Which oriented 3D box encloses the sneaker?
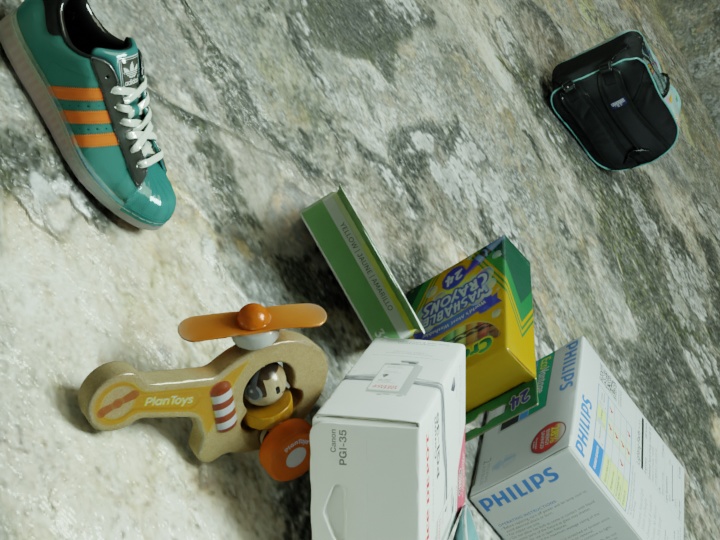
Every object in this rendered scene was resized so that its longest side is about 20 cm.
[{"bbox_3d":[-0.192,-0.127,1.040,0.201,0.080,0.071,57,26,-7],"label":"sneaker"}]

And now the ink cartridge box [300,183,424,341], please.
[{"bbox_3d":[0.000,0.000,1.205,0.146,0.048,0.200,60,2,-1],"label":"ink cartridge box"}]

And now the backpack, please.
[{"bbox_3d":[0.413,-0.267,2.167,0.200,0.175,0.154,53,30,-22],"label":"backpack"}]

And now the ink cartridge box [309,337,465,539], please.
[{"bbox_3d":[0.026,0.150,1.052,0.200,0.082,0.148,-45,136,-71],"label":"ink cartridge box"}]

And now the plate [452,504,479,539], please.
[{"bbox_3d":[0.096,0.291,1.106,0.200,0.025,0.202,-13,90,-84],"label":"plate"}]

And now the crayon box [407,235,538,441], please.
[{"bbox_3d":[0.104,0.070,1.315,0.052,0.125,0.201,43,30,-28],"label":"crayon box"}]

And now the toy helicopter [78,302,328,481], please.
[{"bbox_3d":[-0.103,0.077,0.956,0.199,0.133,0.079,1,30,-41],"label":"toy helicopter"}]

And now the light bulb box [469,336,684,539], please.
[{"bbox_3d":[0.225,0.214,1.383,0.200,0.124,0.199,51,28,-16],"label":"light bulb box"}]
